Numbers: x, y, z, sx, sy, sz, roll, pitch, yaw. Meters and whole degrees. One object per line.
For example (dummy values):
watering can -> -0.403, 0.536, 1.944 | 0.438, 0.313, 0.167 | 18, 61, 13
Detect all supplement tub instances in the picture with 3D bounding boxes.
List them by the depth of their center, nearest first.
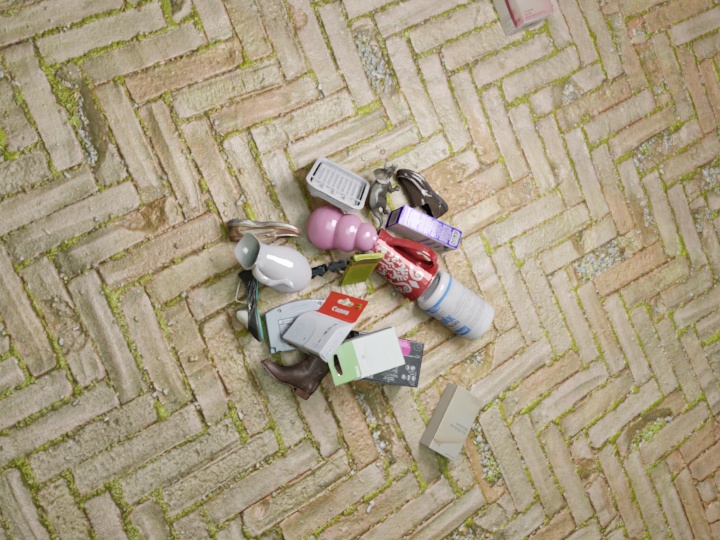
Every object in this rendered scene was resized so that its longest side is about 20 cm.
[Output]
supplement tub -> 0.281, 0.104, 1.698 | 0.199, 0.132, 0.133 | 35, 78, -12

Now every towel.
towel -> 0.000, 0.000, 1.581 | 0.085, 0.200, 0.018 | -5, 70, -17

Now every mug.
mug -> 0.120, -0.037, 1.647 | 0.199, 0.134, 0.178 | 36, 116, -8

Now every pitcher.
pitcher -> -0.219, 0.002, 1.507 | 0.121, 0.172, 0.199 | -45, 135, 17

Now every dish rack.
dish rack -> -0.065, -0.232, 1.592 | 0.171, 0.201, 0.044 | 26, 123, -7

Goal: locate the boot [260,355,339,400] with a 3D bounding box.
boot -> -0.147, 0.231, 1.568 | 0.186, 0.064, 0.200 | 39, 93, -26

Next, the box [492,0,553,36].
box -> 0.507, -0.881, 1.833 | 0.127, 0.109, 0.201 | -25, 95, -17

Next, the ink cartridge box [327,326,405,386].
ink cartridge box -> 0.009, 0.227, 1.524 | 0.198, 0.059, 0.105 | -16, 89, -10

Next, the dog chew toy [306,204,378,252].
dog chew toy -> -0.046, -0.107, 1.581 | 0.198, 0.125, 0.126 | 16, 81, 17

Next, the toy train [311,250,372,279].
toy train -> -0.056, -0.016, 1.602 | 0.198, 0.046, 0.034 | -15, 100, 14

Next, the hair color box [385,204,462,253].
hair color box -> 0.187, -0.120, 1.691 | 0.199, 0.109, 0.065 | 24, 79, -15

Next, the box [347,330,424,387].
box -> 0.063, 0.251, 1.630 | 0.198, 0.115, 0.133 | 11, 85, -14

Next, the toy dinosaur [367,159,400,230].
toy dinosaur -> 0.054, -0.219, 1.659 | 0.102, 0.077, 0.201 | 13, 103, -48

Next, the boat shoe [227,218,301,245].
boat shoe -> -0.263, -0.099, 1.570 | 0.198, 0.076, 0.073 | 4, 90, -8

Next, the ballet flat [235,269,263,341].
ballet flat -> -0.302, 0.095, 1.552 | 0.068, 0.068, 0.202 | -5, 78, -8

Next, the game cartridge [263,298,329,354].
game cartridge -> -0.166, 0.149, 1.604 | 0.198, 0.041, 0.134 | -9, 93, -18

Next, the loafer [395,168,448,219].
loafer -> 0.178, -0.224, 1.711 | 0.200, 0.073, 0.072 | 40, 75, -12

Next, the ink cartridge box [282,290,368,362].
ink cartridge box -> -0.092, 0.132, 1.519 | 0.201, 0.159, 0.047 | -54, 130, -21

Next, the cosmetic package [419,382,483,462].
cosmetic package -> 0.272, 0.450, 1.709 | 0.103, 0.073, 0.201 | 30, 78, -14
